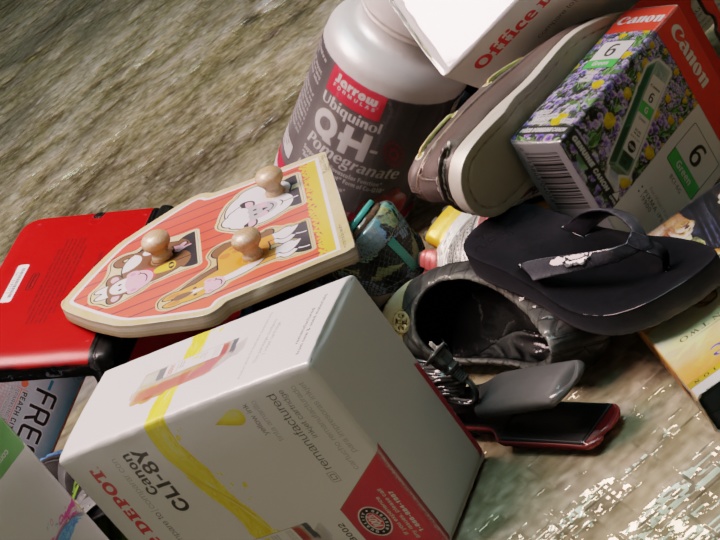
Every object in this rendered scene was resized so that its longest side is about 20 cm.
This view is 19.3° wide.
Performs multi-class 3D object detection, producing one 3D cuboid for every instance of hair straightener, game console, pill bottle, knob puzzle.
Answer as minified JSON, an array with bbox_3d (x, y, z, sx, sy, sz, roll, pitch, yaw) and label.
[{"bbox_3d":[0.064,0.063,1.236,0.041,0.077,0.200,-48,24,-22],"label":"hair straightener"},{"bbox_3d":[-0.169,0.054,1.479,0.171,0.119,0.200,-5,30,13],"label":"game console"},{"bbox_3d":[0.015,-0.130,1.532,0.111,0.110,0.201,-66,0,-52],"label":"pill bottle"},{"bbox_3d":[-0.107,-0.017,1.396,0.218,0.031,0.220,-18,25,9],"label":"knob puzzle"}]

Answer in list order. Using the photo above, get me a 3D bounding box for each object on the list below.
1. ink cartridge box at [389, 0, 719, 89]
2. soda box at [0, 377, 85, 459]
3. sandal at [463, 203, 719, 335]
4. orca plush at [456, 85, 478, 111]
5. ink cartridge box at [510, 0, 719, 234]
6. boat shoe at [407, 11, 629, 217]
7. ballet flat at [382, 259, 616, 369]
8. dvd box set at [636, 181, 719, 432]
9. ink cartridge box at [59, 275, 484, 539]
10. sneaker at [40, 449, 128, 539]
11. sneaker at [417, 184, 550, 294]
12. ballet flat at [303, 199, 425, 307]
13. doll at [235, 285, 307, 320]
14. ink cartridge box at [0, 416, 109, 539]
[{"bbox_3d":[0.138,-0.184,1.416,0.145,0.199,0.085,-45,57,23],"label":"ink cartridge box"},{"bbox_3d":[-0.257,0.119,1.528,0.068,0.063,0.201,-4,61,65],"label":"soda box"},{"bbox_3d":[0.124,-0.009,1.219,0.076,0.043,0.200,-39,30,-25],"label":"sandal"},{"bbox_3d":[0.081,-0.111,1.568,0.105,0.071,0.200,-28,24,22],"label":"orca plush"},{"bbox_3d":[0.190,-0.103,1.334,0.050,0.109,0.200,2,43,53],"label":"ink cartridge box"},{"bbox_3d":[0.110,-0.104,1.343,0.059,0.072,0.200,8,42,49],"label":"boat shoe"},{"bbox_3d":[0.074,0.029,1.296,0.057,0.067,0.199,-11,6,-37],"label":"ballet flat"},{"bbox_3d":[0.221,0.002,1.184,0.146,0.029,0.200,-35,21,4],"label":"dvd box set"},{"bbox_3d":[-0.053,0.108,1.235,0.199,0.145,0.084,-22,27,34],"label":"ink cartridge box"},{"bbox_3d":[-0.181,0.167,1.408,0.199,0.071,0.083,-6,30,47],"label":"sneaker"},{"bbox_3d":[0.130,-0.050,1.388,0.200,0.078,0.082,-51,33,-15],"label":"sneaker"},{"bbox_3d":[0.000,0.000,1.466,0.074,0.074,0.200,-41,4,-11],"label":"ballet flat"},{"bbox_3d":[-0.051,0.039,1.429,0.200,0.048,0.137,-126,47,-61],"label":"doll"},{"bbox_3d":[-0.231,0.177,1.293,0.145,0.200,0.088,-11,36,46],"label":"ink cartridge box"}]
